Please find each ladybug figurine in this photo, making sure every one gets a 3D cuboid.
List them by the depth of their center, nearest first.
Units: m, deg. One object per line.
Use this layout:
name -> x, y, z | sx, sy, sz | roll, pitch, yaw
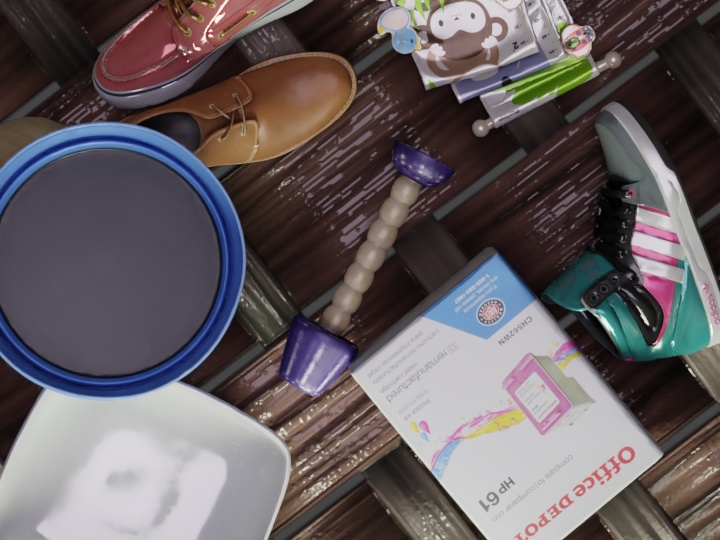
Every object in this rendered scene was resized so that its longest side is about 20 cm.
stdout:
ladybug figurine -> -0.238, -0.015, 1.733 | 0.136, 0.072, 0.200 | -11, 94, -1

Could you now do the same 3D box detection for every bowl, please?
bowl -> -0.183, -0.006, 1.676 | 0.201, 0.039, 0.201 | 0, 87, -5
bowl -> -0.170, 0.171, 1.739 | 0.200, 0.075, 0.200 | 25, 94, -8

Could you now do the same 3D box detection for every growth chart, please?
growth chart -> 0.085, -0.202, 1.758 | 0.145, 0.018, 0.200 | -33, 93, 1

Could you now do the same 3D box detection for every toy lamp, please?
toy lamp -> 0.000, 0.000, 1.748 | 0.058, 0.058, 0.200 | 28, 90, -3

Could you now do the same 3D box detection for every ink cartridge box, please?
ink cartridge box -> 0.109, 0.104, 1.741 | 0.145, 0.085, 0.200 | -40, 95, 1

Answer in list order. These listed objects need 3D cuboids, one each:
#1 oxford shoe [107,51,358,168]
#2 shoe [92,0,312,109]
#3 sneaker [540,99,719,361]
oxford shoe -> -0.095, -0.110, 1.732 | 0.200, 0.071, 0.071 | -21, 93, -2
shoe -> -0.119, -0.200, 1.706 | 0.200, 0.091, 0.071 | -32, 64, -2
sneaker -> 0.187, -0.017, 1.741 | 0.121, 0.084, 0.200 | -23, 95, -9
